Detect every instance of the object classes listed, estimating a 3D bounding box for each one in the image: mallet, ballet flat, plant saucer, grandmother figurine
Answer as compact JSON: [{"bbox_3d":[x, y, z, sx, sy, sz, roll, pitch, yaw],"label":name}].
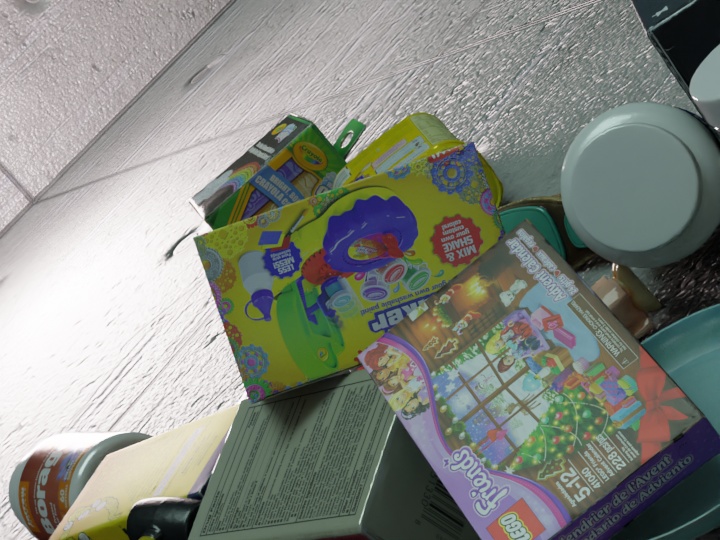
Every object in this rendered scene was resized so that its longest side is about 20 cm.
[{"bbox_3d":[-0.186,0.209,1.116,0.066,0.041,0.200,-1,20,47],"label":"mallet"},{"bbox_3d":[0.177,-0.036,1.316,0.065,0.071,0.200,-20,5,-39],"label":"ballet flat"},{"bbox_3d":[0.188,0.093,0.946,0.200,0.027,0.200,-36,19,15],"label":"plant saucer"},{"bbox_3d":[0.123,0.074,1.162,0.200,0.061,0.121,-41,-9,6],"label":"grandmother figurine"}]

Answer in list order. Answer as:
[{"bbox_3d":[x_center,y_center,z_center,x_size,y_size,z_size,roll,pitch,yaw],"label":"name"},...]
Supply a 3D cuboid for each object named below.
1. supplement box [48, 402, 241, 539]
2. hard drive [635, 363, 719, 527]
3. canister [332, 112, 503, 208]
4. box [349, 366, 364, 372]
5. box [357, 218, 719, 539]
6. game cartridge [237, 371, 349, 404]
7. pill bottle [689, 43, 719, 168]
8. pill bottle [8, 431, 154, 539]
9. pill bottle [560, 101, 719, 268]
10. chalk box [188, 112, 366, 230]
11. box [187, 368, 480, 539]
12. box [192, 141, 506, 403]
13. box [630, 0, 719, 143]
[{"bbox_3d":[-0.133,0.196,1.287,0.200,0.109,0.110,-24,24,41],"label":"supplement box"},{"bbox_3d":[0.186,0.113,0.987,0.200,0.027,0.132,-25,24,37],"label":"hard drive"},{"bbox_3d":[0.049,-0.077,1.599,0.149,0.087,0.200,-39,17,4],"label":"canister"},{"bbox_3d":[0.045,0.035,1.364,0.137,0.038,0.200,-31,25,1],"label":"box"},{"bbox_3d":[0.098,0.074,0.944,0.137,0.039,0.200,-40,43,3],"label":"box"},{"bbox_3d":[-0.047,0.095,1.470,0.133,0.040,0.200,-29,21,41],"label":"game cartridge"},{"bbox_3d":[0.273,-0.047,0.910,0.112,0.200,0.112,-36,19,14],"label":"pill bottle"},{"bbox_3d":[-0.246,0.202,1.489,0.112,0.112,0.200,-50,20,-26],"label":"pill bottle"},{"bbox_3d":[0.198,-0.059,1.120,0.111,0.111,0.200,-35,-5,15],"label":"pill bottle"},{"bbox_3d":[-0.067,-0.087,1.790,0.200,0.124,0.125,-40,18,-3],"label":"chalk box"},{"bbox_3d":[-0.005,0.151,1.103,0.200,0.109,0.128,-18,45,50],"label":"box"},{"bbox_3d":[0.000,0.000,1.174,0.200,0.122,0.193,-19,2,-1],"label":"box"},{"bbox_3d":[0.284,-0.150,1.130,0.124,0.197,0.200,-35,20,16],"label":"box"}]
